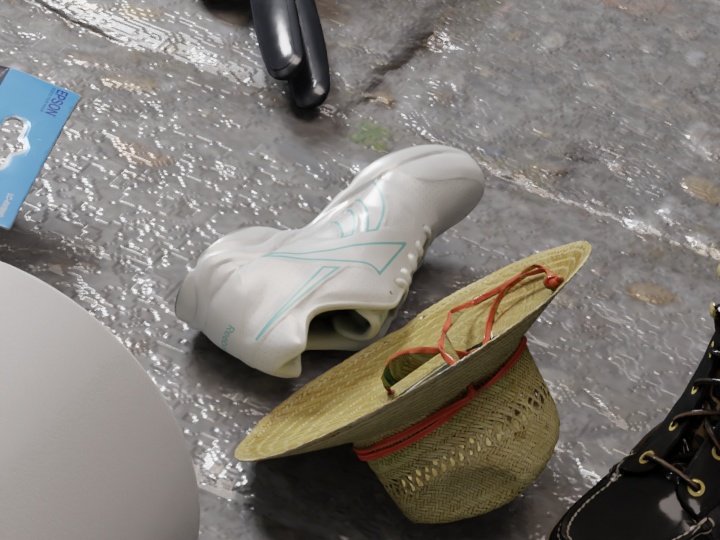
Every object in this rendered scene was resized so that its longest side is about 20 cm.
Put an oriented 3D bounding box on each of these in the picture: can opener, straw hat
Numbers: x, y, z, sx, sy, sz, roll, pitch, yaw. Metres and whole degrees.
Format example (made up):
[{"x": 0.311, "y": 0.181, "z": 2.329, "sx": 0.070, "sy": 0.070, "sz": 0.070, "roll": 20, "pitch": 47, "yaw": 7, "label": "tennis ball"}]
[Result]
[{"x": -0.050, "y": -0.164, "z": 1.595, "sx": 0.063, "sy": 0.079, "sz": 0.200, "roll": 36, "pitch": 22, "yaw": -39, "label": "can opener"}, {"x": 0.047, "y": 0.072, "z": 1.254, "sx": 0.201, "sy": 0.201, "sz": 0.085, "roll": -39, "pitch": 101, "yaw": -47, "label": "straw hat"}]

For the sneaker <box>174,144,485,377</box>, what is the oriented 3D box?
[{"x": 0.000, "y": 0.000, "z": 1.371, "sx": 0.200, "sy": 0.070, "sz": 0.080, "roll": -30, "pitch": 58, "yaw": -34, "label": "sneaker"}]

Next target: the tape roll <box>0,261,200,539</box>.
[{"x": -0.182, "y": 0.109, "z": 1.047, "sx": 0.203, "sy": 0.203, "sz": 0.139, "roll": 21, "pitch": 37, "yaw": 13, "label": "tape roll"}]

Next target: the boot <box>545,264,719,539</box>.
[{"x": 0.171, "y": 0.066, "z": 1.246, "sx": 0.200, "sy": 0.151, "sz": 0.073, "roll": -22, "pitch": 47, "yaw": -38, "label": "boot"}]

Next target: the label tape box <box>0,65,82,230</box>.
[{"x": -0.264, "y": -0.063, "z": 1.379, "sx": 0.200, "sy": 0.066, "sz": 0.143, "roll": 16, "pitch": 36, "yaw": 1, "label": "label tape box"}]
